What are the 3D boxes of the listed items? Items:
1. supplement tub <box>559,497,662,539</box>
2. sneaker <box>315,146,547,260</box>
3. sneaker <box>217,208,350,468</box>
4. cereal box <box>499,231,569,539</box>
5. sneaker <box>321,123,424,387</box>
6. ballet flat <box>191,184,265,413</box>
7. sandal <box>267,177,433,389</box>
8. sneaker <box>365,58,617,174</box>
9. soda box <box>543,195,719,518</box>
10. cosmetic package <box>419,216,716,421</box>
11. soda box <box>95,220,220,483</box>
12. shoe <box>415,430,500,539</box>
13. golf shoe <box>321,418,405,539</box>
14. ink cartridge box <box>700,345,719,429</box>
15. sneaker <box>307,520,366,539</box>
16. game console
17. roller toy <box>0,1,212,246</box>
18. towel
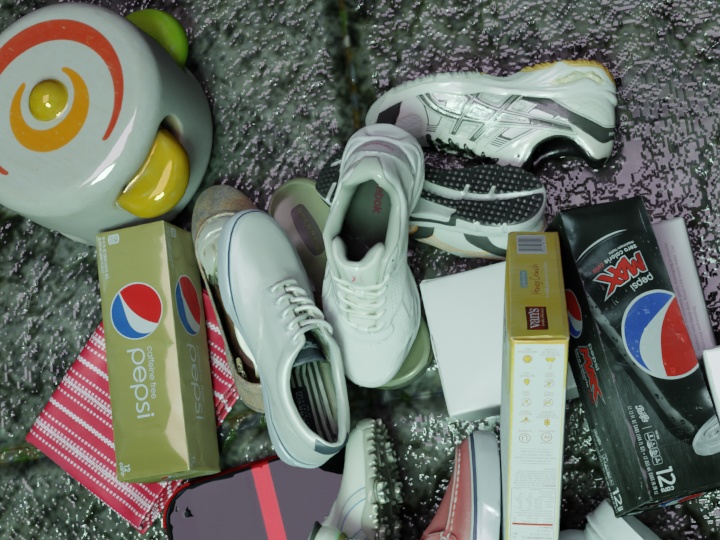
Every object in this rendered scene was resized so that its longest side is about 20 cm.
[{"bbox_3d":[0.151,0.272,0.911,0.144,0.144,0.200,41,94,19],"label":"supplement tub"},{"bbox_3d":[0.054,-0.045,1.029,0.199,0.080,0.074,16,64,28],"label":"sneaker"},{"bbox_3d":[-0.048,0.045,0.978,0.071,0.073,0.201,-27,81,56],"label":"sneaker"},{"bbox_3d":[0.112,0.094,0.863,0.039,0.144,0.201,0,119,5],"label":"cereal box"},{"bbox_3d":[0.000,0.000,0.954,0.078,0.099,0.201,4,110,13],"label":"sneaker"},{"bbox_3d":[-0.092,0.013,1.047,0.068,0.067,0.201,-20,72,0],"label":"ballet flat"},{"bbox_3d":[-0.019,0.011,1.052,0.080,0.057,0.201,-38,72,7],"label":"sandal"},{"bbox_3d":[0.100,-0.107,1.027,0.199,0.076,0.088,-7,79,16],"label":"sneaker"},{"bbox_3d":[0.179,0.057,0.878,0.063,0.071,0.201,-11,73,-13],"label":"soda box"},{"bbox_3d":[0.156,0.040,0.980,0.199,0.085,0.108,-13,77,15],"label":"cosmetic package"},{"bbox_3d":[-0.162,0.067,1.056,0.064,0.068,0.201,-11,78,14],"label":"soda box"},{"bbox_3d":[0.044,0.201,0.864,0.091,0.072,0.201,3,70,5],"label":"shoe"},{"bbox_3d":[-0.018,0.210,0.990,0.097,0.078,0.201,-1,78,17],"label":"golf shoe"},{"bbox_3d":[0.292,0.147,0.888,0.082,0.147,0.201,-14,76,11],"label":"ink cartridge box"},{"bbox_3d":[0.002,0.276,0.912,0.088,0.077,0.201,0,93,14],"label":"sneaker"},{"bbox_3d":[-0.059,0.247,1.043,0.176,0.031,0.201,-17,77,7],"label":"game console"},{"bbox_3d":[-0.227,-0.118,1.086,0.182,0.140,0.201,-17,72,15],"label":"roller toy"},{"bbox_3d":[-0.179,0.099,1.104,0.144,0.022,0.200,34,92,20],"label":"towel"}]
